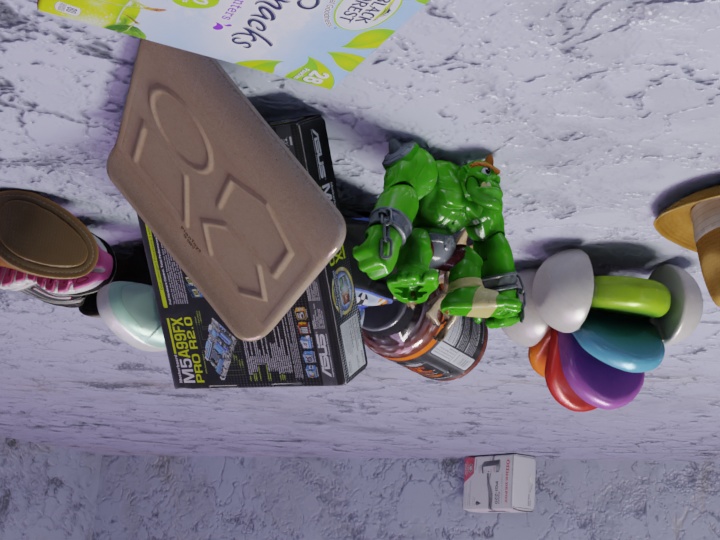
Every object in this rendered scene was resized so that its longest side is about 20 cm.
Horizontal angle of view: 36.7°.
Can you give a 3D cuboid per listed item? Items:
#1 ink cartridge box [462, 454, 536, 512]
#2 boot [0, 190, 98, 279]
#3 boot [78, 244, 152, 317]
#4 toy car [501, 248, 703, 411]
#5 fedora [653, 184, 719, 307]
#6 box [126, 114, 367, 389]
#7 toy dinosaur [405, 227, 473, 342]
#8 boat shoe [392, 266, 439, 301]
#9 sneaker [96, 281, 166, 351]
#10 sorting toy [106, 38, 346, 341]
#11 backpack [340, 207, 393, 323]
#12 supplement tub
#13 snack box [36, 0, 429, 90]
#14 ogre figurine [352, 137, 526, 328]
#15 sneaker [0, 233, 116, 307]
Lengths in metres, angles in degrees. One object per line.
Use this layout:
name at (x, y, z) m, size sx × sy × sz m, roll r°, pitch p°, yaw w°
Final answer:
ink cartridge box at (0.369, 0.570, 2.898) m, size 0.084 × 0.147 × 0.199 m, roll 16°, pitch 160°, yaw -35°
boot at (-0.358, -0.028, 1.073) m, size 0.199 × 0.074 × 0.155 m, roll 20°, pitch 161°, yaw -10°
boot at (-0.208, 0.022, 1.212) m, size 0.199 × 0.074 × 0.150 m, roll -21°, pitch 152°, yaw 39°
toy car at (0.243, 0.070, 1.119) m, size 0.174 × 0.151 × 0.200 m, roll 9°, pitch 164°, yaw -17°
fedora at (0.346, -0.012, 0.925) m, size 0.199 × 0.083 × 0.201 m, roll 3°, pitch 164°, yaw 1°
box at (-0.088, -0.010, 0.838) m, size 0.159 × 0.202 × 0.044 m, roll -5°, pitch -167°, yaw 27°
toy dinosaur at (0.091, 0.006, 1.068) m, size 0.058 × 0.101 × 0.200 m, roll 39°, pitch 166°, yaw 28°
boat shoe at (-0.001, 0.002, 1.072) m, size 0.198 × 0.075 × 0.066 m, roll -2°, pitch 158°, yaw 32°
sneaker at (-0.156, 0.033, 1.085) m, size 0.200 × 0.074 × 0.118 m, roll 21°, pitch 134°, yaw -39°
sorting toy at (-0.097, -0.056, 0.750) m, size 0.036 × 0.185 × 0.200 m, roll -37°, pitch 176°, yaw -31°
backpack at (-0.082, -0.001, 0.970) m, size 0.189 × 0.155 × 0.200 m, roll 5°, pitch 170°, yaw 34°
supplement tub at (0.060, 0.054, 1.192) m, size 0.106 × 0.108 × 0.200 m, roll -4°, pitch 162°, yaw 27°
snack box at (-0.045, -0.166, 0.499) m, size 0.167 × 0.068 × 0.200 m, roll 11°, pitch 164°, yaw -24°
ogre figurine at (0.066, -0.030, 0.863) m, size 0.199 × 0.121 × 0.098 m, roll 11°, pitch 159°, yaw -29°
sneaker at (-0.307, -0.002, 1.150) m, size 0.199 × 0.074 × 0.087 m, roll -4°, pitch 163°, yaw 43°
